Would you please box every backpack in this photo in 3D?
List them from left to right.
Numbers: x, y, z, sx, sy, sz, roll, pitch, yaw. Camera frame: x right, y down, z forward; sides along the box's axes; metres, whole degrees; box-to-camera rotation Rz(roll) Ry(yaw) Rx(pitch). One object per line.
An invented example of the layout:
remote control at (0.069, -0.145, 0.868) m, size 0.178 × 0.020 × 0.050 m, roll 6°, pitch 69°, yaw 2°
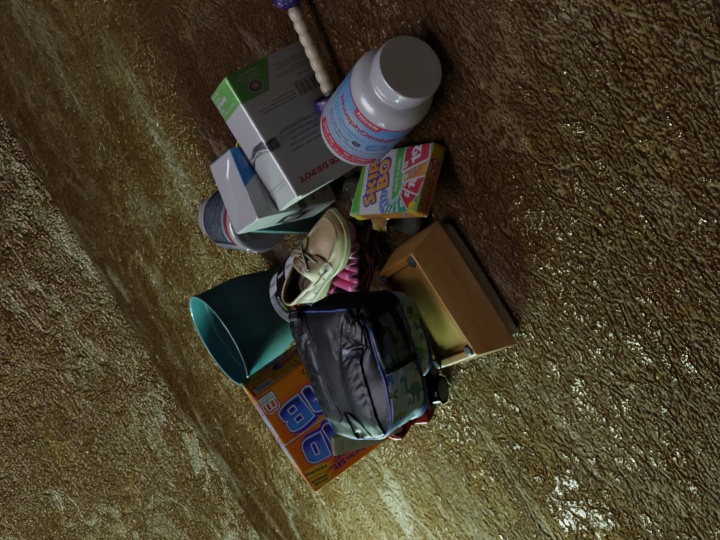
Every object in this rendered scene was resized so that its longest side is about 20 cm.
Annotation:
backpack at (0.015, 0.130, 1.430) m, size 0.182 × 0.146 × 0.202 m, roll -6°, pitch 103°, yaw 51°

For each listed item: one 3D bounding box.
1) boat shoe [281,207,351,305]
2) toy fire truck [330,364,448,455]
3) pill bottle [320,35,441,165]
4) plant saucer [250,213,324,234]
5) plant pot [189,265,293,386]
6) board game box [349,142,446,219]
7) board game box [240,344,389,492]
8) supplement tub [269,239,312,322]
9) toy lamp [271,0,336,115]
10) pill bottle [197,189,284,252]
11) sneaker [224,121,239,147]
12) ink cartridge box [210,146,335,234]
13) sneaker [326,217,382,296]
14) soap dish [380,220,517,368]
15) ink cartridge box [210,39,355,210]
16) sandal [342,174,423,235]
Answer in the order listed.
boat shoe at (-0.070, -0.013, 1.523) m, size 0.071 × 0.064 × 0.201 m, roll 52°, pitch 141°, yaw 26°
toy fire truck at (0.033, 0.191, 1.574) m, size 0.128 × 0.200 × 0.177 m, roll -7°, pitch 117°, yaw 29°
pill bottle at (0.026, -0.215, 1.265) m, size 0.109 × 0.108 × 0.200 m, roll 57°, pitch 156°, yaw 2°
plant saucer at (-0.122, -0.088, 1.608) m, size 0.019 × 0.199 × 0.070 m, roll -35°, pitch 71°, yaw 32°
plant pot at (-0.206, 0.093, 1.971) m, size 0.200 × 0.187 × 0.201 m, roll 42°, pitch 151°, yaw 30°
board game box at (0.044, -0.120, 1.375) m, size 0.030 × 0.097 × 0.200 m, roll 18°, pitch 173°, yaw -25°
board game box at (-0.074, 0.243, 1.822) m, size 0.201 × 0.199 × 0.200 m, roll 57°, pitch 169°, yaw -9°
supplement tub at (-0.079, 0.015, 1.719) m, size 0.123 × 0.122 × 0.200 m, roll 56°, pitch 156°, yaw 5°
toy lamp at (-0.063, -0.296, 1.406) m, size 0.058 × 0.058 × 0.202 m, roll 3°, pitch 121°, yaw 61°
pill bottle at (-0.230, -0.098, 1.877) m, size 0.199 × 0.119 × 0.120 m, roll 8°, pitch 126°, yaw 59°
sneaker at (-0.180, -0.196, 1.710) m, size 0.200 × 0.084 × 0.075 m, roll 49°, pitch 154°, yaw 19°
ink cartridge box at (-0.118, -0.137, 1.539) m, size 0.067 × 0.199 × 0.117 m, roll -31°, pitch 80°, yaw 47°
sneaker at (0.000, 0.000, 1.575) m, size 0.079 × 0.095 × 0.202 m, roll 29°, pitch 129°, yaw 40°
soap dish at (0.119, 0.043, 1.423) m, size 0.201 × 0.081 × 0.157 m, roll 57°, pitch 156°, yaw 0°
ink cartridge box at (-0.101, -0.211, 1.464) m, size 0.201 × 0.145 × 0.084 m, roll 59°, pitch 152°, yaw -2°
sandal at (0.025, -0.094, 1.475) m, size 0.199 × 0.054 × 0.082 m, roll 28°, pitch 142°, yaw 49°
